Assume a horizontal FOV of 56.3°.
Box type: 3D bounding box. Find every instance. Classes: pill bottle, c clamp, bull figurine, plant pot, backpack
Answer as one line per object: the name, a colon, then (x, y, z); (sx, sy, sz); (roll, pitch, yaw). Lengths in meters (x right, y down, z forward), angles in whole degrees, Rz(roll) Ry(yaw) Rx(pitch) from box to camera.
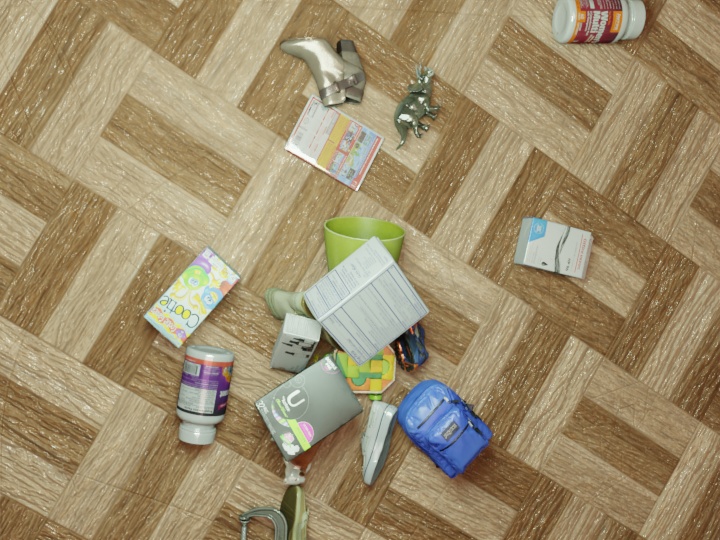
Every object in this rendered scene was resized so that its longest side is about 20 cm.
pill bottle: (-0.350, 0.276, 1.502); (0.109, 0.111, 0.204); (10, 91, -10)
pill bottle: (0.573, -0.605, 1.620); (0.195, 0.110, 0.112); (-3, 93, -9)
c clamp: (-0.250, 0.644, 1.554); (0.167, 0.027, 0.205); (8, 88, 11)
bull figurine: (-0.138, 0.395, 1.565); (0.121, 0.065, 0.201); (36, 82, -3)
plant pot: (0.000, 0.000, 1.530); (0.183, 0.188, 0.204); (3, 109, -9)
backpack: (0.195, 0.356, 1.572); (0.163, 0.168, 0.200); (-44, 95, -12)

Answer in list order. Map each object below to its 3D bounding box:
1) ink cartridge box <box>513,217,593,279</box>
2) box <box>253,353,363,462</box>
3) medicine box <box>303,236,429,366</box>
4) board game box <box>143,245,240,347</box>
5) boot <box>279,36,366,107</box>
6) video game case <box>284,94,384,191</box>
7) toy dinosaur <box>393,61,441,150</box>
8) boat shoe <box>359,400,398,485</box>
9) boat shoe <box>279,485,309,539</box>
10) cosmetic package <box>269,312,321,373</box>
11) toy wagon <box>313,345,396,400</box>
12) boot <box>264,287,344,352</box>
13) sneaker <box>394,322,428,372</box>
ink cartridge box: (0.488, -0.051, 1.650); (0.196, 0.068, 0.119); (12, 91, -10)
box: (-0.115, 0.301, 1.485); (0.198, 0.124, 0.150); (-31, 84, -12)
medicine box: (0.013, 0.068, 1.413); (0.199, 0.103, 0.183); (-37, 131, 1)
board game box: (-0.368, 0.055, 1.493); (0.103, 0.105, 0.200); (42, 86, -9)
boot: (-0.082, -0.449, 1.536); (0.196, 0.070, 0.150); (-4, 91, -12)
video game case: (-0.061, -0.297, 1.573); (0.198, 0.017, 0.145); (29, 87, -9)
toy dinosaur: (0.124, -0.373, 1.584); (0.101, 0.077, 0.202); (33, 92, 3)
boat shoe: (0.033, 0.405, 1.601); (0.066, 0.073, 0.204); (21, 97, 23)
boat shoe: (-0.147, 0.601, 1.575); (0.062, 0.073, 0.205); (2, 91, -36)
cosmetic package: (-0.146, 0.166, 1.489); (0.081, 0.201, 0.051); (15, 58, -8)
toy wagon: (-0.014, 0.225, 1.592); (0.195, 0.040, 0.159); (3, 92, -10)
boot: (-0.117, 0.108, 1.530); (0.200, 0.153, 0.073); (49, 59, -39)
sneaker: (0.110, 0.136, 1.600); (0.078, 0.075, 0.204); (-8, 84, -44)
